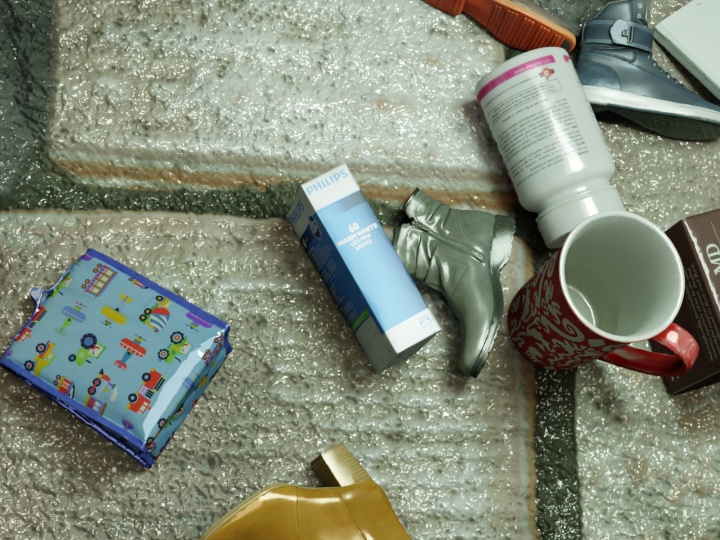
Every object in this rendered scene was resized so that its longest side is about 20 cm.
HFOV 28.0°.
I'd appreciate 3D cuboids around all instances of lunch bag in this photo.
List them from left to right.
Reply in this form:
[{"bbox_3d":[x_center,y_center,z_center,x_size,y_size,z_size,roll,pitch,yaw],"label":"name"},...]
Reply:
[{"bbox_3d":[-0.252,0.075,1.448,0.199,0.094,0.151,32,72,7],"label":"lunch bag"}]

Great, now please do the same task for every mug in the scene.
[{"bbox_3d":[0.243,0.052,1.506,0.133,0.200,0.178,-21,80,-19],"label":"mug"}]

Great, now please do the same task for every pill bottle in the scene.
[{"bbox_3d":[0.213,-0.134,1.600,0.113,0.113,0.201,-17,78,-18],"label":"pill bottle"}]

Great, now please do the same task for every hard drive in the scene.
[{"bbox_3d":[0.462,-0.250,1.712,0.132,0.026,0.200,-34,68,-19],"label":"hard drive"}]

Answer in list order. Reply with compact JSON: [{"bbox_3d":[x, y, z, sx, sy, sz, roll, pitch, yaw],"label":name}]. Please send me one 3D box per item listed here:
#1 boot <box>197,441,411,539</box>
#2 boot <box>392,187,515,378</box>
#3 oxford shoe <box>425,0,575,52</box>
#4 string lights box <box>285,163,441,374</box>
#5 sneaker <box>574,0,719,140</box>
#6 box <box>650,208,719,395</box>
[{"bbox_3d":[-0.051,0.275,1.436,0.201,0.071,0.144,-29,79,-25],"label":"boot"},{"bbox_3d":[0.088,0.014,1.560,0.130,0.068,0.201,13,64,-5],"label":"boot"},{"bbox_3d":[0.165,-0.317,1.667,0.199,0.071,0.073,27,65,-4],"label":"oxford shoe"},{"bbox_3d":[0.000,0.000,1.514,0.059,0.103,0.201,-27,82,-18],"label":"string lights box"},{"bbox_3d":[0.346,-0.237,1.682,0.201,0.077,0.147,13,74,-8],"label":"sneaker"},{"bbox_3d":[0.429,0.020,1.578,0.199,0.164,0.167,-14,78,-17],"label":"box"}]
